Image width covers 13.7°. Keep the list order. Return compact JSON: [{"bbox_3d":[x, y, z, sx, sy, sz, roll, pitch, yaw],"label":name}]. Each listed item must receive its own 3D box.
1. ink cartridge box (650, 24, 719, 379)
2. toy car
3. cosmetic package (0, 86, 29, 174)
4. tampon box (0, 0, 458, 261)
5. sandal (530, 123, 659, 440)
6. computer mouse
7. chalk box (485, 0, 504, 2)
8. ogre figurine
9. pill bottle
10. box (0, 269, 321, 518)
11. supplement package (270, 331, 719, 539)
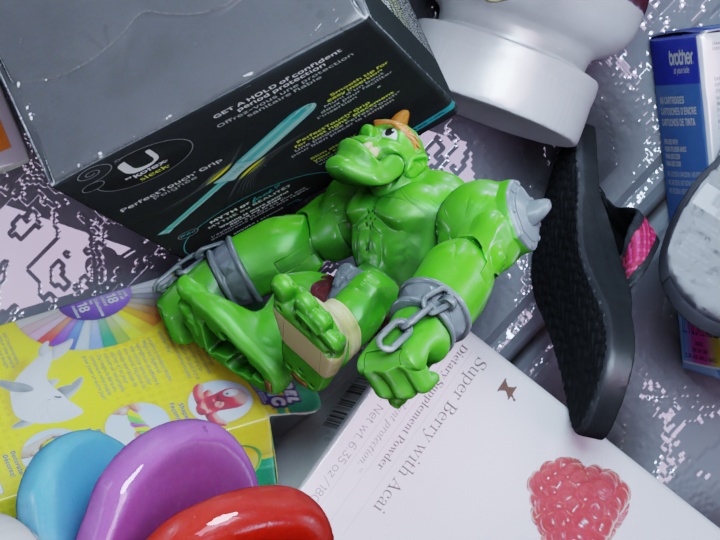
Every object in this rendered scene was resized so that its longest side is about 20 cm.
[{"bbox_3d":[0.220,-0.056,1.455,0.136,0.076,0.201,-7,96,-15],"label":"ink cartridge box"},{"bbox_3d":[-0.082,0.137,1.224,0.175,0.200,0.151,20,98,-49],"label":"toy car"},{"bbox_3d":[-0.233,-0.122,1.332,0.101,0.071,0.201,-24,98,-13],"label":"cosmetic package"},{"bbox_3d":[-0.064,-0.106,1.279,0.149,0.200,0.127,-28,77,7],"label":"tampon box"},{"bbox_3d":[0.114,0.007,1.383,0.045,0.201,0.075,9,127,-11],"label":"sandal"},{"bbox_3d":[0.233,-0.044,1.385,0.140,0.046,0.201,27,85,5],"label":"computer mouse"},{"bbox_3d":[0.061,-0.216,1.291,0.124,0.124,0.201,-13,85,4],"label":"chalk box"},{"bbox_3d":[0.000,0.000,1.286,0.120,0.200,0.098,-40,95,-24],"label":"ogre figurine"},{"bbox_3d":[0.092,-0.167,1.399,0.109,0.110,0.201,20,87,-15],"label":"pill bottle"},{"bbox_3d":[-0.125,0.067,1.347,0.199,0.118,0.049,-18,132,-12],"label":"box"},{"bbox_3d":[0.059,0.117,1.395,0.200,0.120,0.122,38,82,-14],"label":"supplement package"}]
